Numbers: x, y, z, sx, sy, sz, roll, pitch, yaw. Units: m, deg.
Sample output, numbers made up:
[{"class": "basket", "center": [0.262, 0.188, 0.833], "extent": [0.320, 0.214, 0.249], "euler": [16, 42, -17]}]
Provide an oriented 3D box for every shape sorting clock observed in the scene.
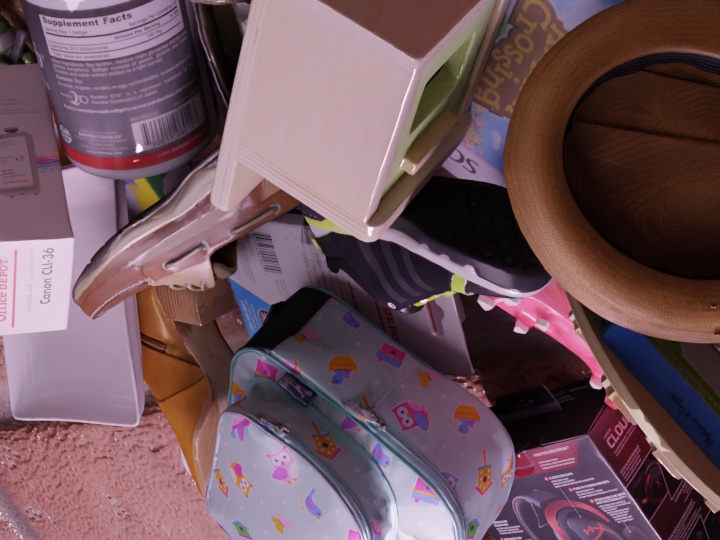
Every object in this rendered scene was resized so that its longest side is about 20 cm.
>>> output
[{"class": "shape sorting clock", "center": [0.182, 0.062, 0.866], "extent": [0.039, 0.200, 0.200], "euler": [-39, 97, 19]}]

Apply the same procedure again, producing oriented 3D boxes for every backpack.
[{"class": "backpack", "center": [-0.002, 0.133, 1.010], "extent": [0.199, 0.153, 0.176], "euler": [27, 137, 11]}]

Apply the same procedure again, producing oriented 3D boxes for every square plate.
[{"class": "square plate", "center": [-0.228, 0.019, 1.163], "extent": [0.197, 0.028, 0.201], "euler": [-4, 92, 49]}]

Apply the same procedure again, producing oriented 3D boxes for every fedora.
[{"class": "fedora", "center": [0.175, -0.053, 0.817], "extent": [0.200, 0.201, 0.082], "euler": [41, 175, 2]}]

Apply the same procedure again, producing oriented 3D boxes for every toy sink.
[{"class": "toy sink", "center": [0.003, -0.107, 0.873], "extent": [0.112, 0.130, 0.200], "euler": [33, 140, 11]}]

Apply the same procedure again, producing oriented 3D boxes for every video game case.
[{"class": "video game case", "center": [0.072, -0.140, 0.904], "extent": [0.182, 0.022, 0.200], "euler": [37, 140, 8]}]

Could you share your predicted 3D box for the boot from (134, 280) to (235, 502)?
[{"class": "boot", "center": [-0.147, 0.081, 1.161], "extent": [0.144, 0.071, 0.203], "euler": [9, 111, 47]}]

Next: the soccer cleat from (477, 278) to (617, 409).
[{"class": "soccer cleat", "center": [0.162, 0.034, 0.953], "extent": [0.200, 0.077, 0.067], "euler": [34, 163, -21]}]

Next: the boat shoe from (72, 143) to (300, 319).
[{"class": "boat shoe", "center": [-0.118, -0.020, 1.019], "extent": [0.200, 0.076, 0.074], "euler": [-37, 96, 29]}]

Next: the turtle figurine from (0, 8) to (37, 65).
[{"class": "turtle figurine", "center": [-0.290, -0.173, 1.080], "extent": [0.144, 0.201, 0.193], "euler": [30, 143, -32]}]

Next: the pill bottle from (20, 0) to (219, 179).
[{"class": "pill bottle", "center": [-0.167, -0.173, 1.001], "extent": [0.115, 0.116, 0.201], "euler": [16, 133, 29]}]

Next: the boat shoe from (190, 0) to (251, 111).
[{"class": "boat shoe", "center": [-0.083, -0.189, 0.955], "extent": [0.072, 0.065, 0.201], "euler": [12, 131, 34]}]

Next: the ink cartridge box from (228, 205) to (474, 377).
[{"class": "ink cartridge box", "center": [0.000, 0.000, 1.053], "extent": [0.199, 0.068, 0.117], "euler": [9, 130, 35]}]

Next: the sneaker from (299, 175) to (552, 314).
[{"class": "sneaker", "center": [0.044, -0.011, 0.917], "extent": [0.199, 0.072, 0.083], "euler": [23, 135, 42]}]

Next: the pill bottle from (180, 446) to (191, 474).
[{"class": "pill bottle", "center": [-0.044, 0.154, 1.195], "extent": [0.199, 0.112, 0.113], "euler": [12, 132, 32]}]

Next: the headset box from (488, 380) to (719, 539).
[{"class": "headset box", "center": [0.166, 0.166, 1.058], "extent": [0.148, 0.075, 0.200], "euler": [-23, 109, 48]}]

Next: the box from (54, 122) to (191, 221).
[{"class": "box", "center": [-0.181, -0.062, 1.168], "extent": [0.117, 0.048, 0.200], "euler": [-19, 113, 48]}]

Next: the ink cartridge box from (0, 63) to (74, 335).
[{"class": "ink cartridge box", "center": [-0.246, -0.034, 1.053], "extent": [0.117, 0.067, 0.201], "euler": [109, 152, -53]}]
